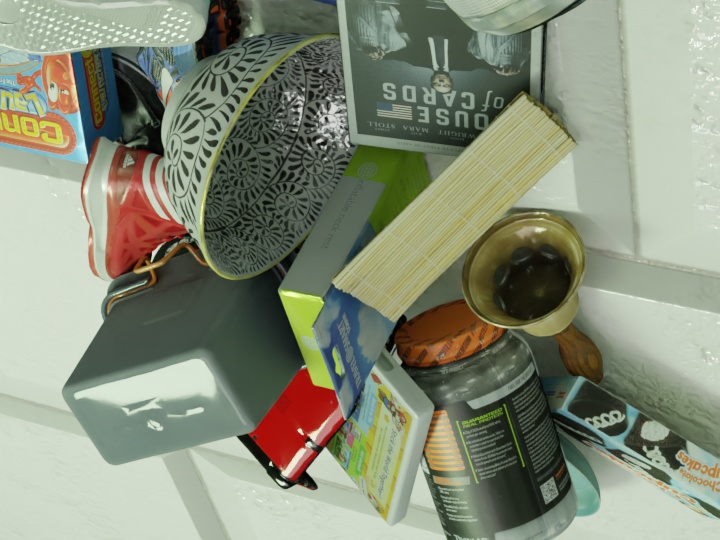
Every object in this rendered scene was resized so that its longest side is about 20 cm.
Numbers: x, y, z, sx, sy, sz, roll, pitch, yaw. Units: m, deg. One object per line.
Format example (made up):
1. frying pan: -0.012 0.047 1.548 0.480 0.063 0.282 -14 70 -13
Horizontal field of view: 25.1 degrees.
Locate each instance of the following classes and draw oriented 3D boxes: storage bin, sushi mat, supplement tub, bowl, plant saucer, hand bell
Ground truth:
1. storage bin: -0.141 0.066 1.296 0.198 0.135 0.146 -17 115 30
2. sushi mat: 0.071 -0.044 1.191 0.095 0.200 0.012 29 -159 -51
3. supplement tub: 0.103 0.133 1.378 0.122 0.122 0.202 -5 111 39
4. bowl: -0.088 -0.104 1.220 0.094 0.201 0.202 30 150 23
5. plant saucer: 0.142 0.169 1.534 0.199 0.028 0.201 26 158 11
6. hand bell: 0.166 0.045 1.346 0.103 0.105 0.200 6 155 29

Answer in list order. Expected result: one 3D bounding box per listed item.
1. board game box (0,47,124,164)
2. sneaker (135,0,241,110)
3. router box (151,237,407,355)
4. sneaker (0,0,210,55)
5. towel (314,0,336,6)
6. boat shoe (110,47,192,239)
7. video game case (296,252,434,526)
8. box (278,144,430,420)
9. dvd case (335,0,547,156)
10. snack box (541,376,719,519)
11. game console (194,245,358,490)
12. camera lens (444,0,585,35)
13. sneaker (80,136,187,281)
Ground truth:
1. board game box: -0.298 -0.199 1.294 0.198 0.056 0.198 12 127 22
2. sneaker: -0.136 -0.158 1.283 0.078 0.075 0.201 27 142 21
3. router box: -0.078 0.023 1.484 0.200 0.062 0.149 41 145 -20
4. sneaker: -0.203 -0.223 1.172 0.198 0.119 0.074 3 147 2
5. towel: -0.033 -0.258 1.103 0.143 0.024 0.201 16 145 15
6. boat shoe: -0.179 -0.108 1.370 0.071 0.068 0.201 6 142 29
7. video game case: -0.011 0.106 1.396 0.182 0.023 0.201 49 153 24
8. box: 0.000 0.000 1.270 0.047 0.201 0.123 12 144 25
9. dvd case: 0.058 -0.156 1.158 0.148 0.025 0.201 8 143 11
10. snack box: 0.250 0.157 1.424 0.199 0.037 0.116 31 171 -6
11. game console: -0.087 0.087 1.441 0.200 0.118 0.173 46 119 13
12. camera lens: 0.068 -0.247 0.919 0.200 0.161 0.159 42 144 -22
13. sneaker: -0.162 -0.033 1.335 0.114 0.079 0.200 12 160 4
